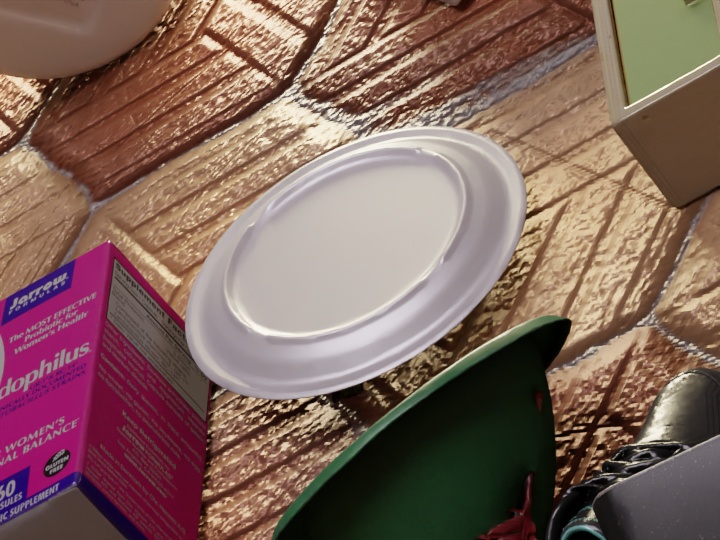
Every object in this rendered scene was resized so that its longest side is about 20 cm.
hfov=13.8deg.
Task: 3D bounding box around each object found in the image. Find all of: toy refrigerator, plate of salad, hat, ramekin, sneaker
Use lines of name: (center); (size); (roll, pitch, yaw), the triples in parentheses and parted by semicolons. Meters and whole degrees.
toy refrigerator: (0.166, -0.129, 1.530); (0.076, 0.070, 0.200); (-29, 32, 19)
plate of salad: (0.000, 0.000, 1.570); (0.199, 0.048, 0.200); (-19, 38, 16)
hat: (0.070, 0.144, 1.327); (0.200, 0.176, 0.166); (-32, -16, -28)
ramekin: (-0.210, -0.222, 1.948); (0.200, 0.201, 0.098); (-32, 39, 14)
sneaker: (0.126, 0.108, 1.262); (0.075, 0.079, 0.200); (-17, 36, 34)

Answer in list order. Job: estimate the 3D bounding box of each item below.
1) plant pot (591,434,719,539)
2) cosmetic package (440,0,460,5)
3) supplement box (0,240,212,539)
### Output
plant pot: (0.226, 0.141, 0.995); (0.199, 0.199, 0.178); (-28, 59, 21)
cosmetic package: (0.078, -0.261, 1.785); (0.200, 0.081, 0.113); (-48, 30, -11)
supplement box: (-0.148, 0.096, 1.558); (0.101, 0.103, 0.200); (-29, 31, 21)
